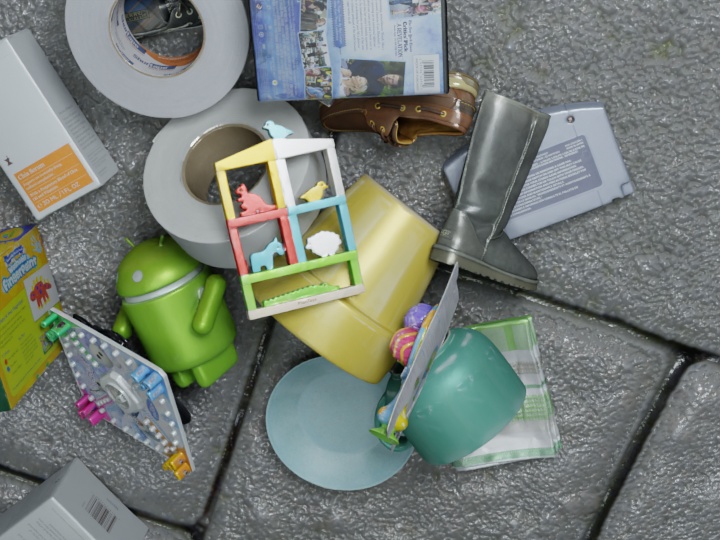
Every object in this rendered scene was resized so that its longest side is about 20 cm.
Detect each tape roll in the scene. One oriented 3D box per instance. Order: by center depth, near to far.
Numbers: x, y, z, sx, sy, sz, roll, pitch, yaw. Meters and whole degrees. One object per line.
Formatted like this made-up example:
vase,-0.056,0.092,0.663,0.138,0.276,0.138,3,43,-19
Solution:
tape roll,-0.216,-0.272,1.175,0.200,0.066,0.201,1,121,2
tape roll,-0.143,-0.106,1.225,0.202,0.203,0.071,-13,153,11

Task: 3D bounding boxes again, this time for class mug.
mug,0.093,0.151,1.293,0.185,0.152,0.115,-37,101,-1

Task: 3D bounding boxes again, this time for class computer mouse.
computer mouse,-0.311,0.138,1.391,0.140,0.046,0.200,19,151,40

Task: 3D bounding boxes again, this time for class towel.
towel,0.169,0.162,1.384,0.149,0.031,0.200,-12,109,9

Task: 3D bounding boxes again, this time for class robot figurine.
robot figurine,-0.228,0.046,1.332,0.175,0.116,0.200,-4,115,41

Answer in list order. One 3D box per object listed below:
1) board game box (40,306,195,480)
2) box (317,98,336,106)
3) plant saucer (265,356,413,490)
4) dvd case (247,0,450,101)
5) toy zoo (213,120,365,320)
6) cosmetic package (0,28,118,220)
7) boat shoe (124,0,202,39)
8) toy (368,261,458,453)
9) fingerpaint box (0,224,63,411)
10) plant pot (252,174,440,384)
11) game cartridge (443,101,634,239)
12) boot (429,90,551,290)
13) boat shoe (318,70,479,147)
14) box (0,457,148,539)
board game box,-0.304,0.158,1.345,0.200,0.026,0.200,24,142,28
box,0.015,-0.283,1.157,0.048,0.158,0.200,37,111,-10
plant saucer,-0.023,0.194,1.412,0.200,0.039,0.202,2,111,6
dvd case,-0.012,-0.245,1.079,0.199,0.018,0.143,-1,111,6
toy zoo,-0.078,-0.060,1.140,0.131,0.020,0.201,-14,94,-13
cosmetic package,-0.393,-0.174,1.288,0.101,0.071,0.200,-27,106,15
boat shoe,-0.217,-0.302,1.227,0.200,0.057,0.069,-14,109,11
toy,0.055,0.092,1.178,0.047,0.115,0.200,17,71,11
fingerpaint box,-0.443,0.056,1.313,0.073,0.200,0.167,-8,111,9
plant pot,0.000,0.000,1.261,0.201,0.201,0.189,38,94,-9
game cartridge,0.207,-0.118,1.268,0.200,0.041,0.133,-20,111,13
boot,0.170,-0.087,1.227,0.182,0.072,0.200,19,87,-46
boat shoe,0.037,-0.176,1.211,0.200,0.072,0.068,-3,75,30
box,-0.427,0.388,1.491,0.200,0.106,0.152,-36,104,17
